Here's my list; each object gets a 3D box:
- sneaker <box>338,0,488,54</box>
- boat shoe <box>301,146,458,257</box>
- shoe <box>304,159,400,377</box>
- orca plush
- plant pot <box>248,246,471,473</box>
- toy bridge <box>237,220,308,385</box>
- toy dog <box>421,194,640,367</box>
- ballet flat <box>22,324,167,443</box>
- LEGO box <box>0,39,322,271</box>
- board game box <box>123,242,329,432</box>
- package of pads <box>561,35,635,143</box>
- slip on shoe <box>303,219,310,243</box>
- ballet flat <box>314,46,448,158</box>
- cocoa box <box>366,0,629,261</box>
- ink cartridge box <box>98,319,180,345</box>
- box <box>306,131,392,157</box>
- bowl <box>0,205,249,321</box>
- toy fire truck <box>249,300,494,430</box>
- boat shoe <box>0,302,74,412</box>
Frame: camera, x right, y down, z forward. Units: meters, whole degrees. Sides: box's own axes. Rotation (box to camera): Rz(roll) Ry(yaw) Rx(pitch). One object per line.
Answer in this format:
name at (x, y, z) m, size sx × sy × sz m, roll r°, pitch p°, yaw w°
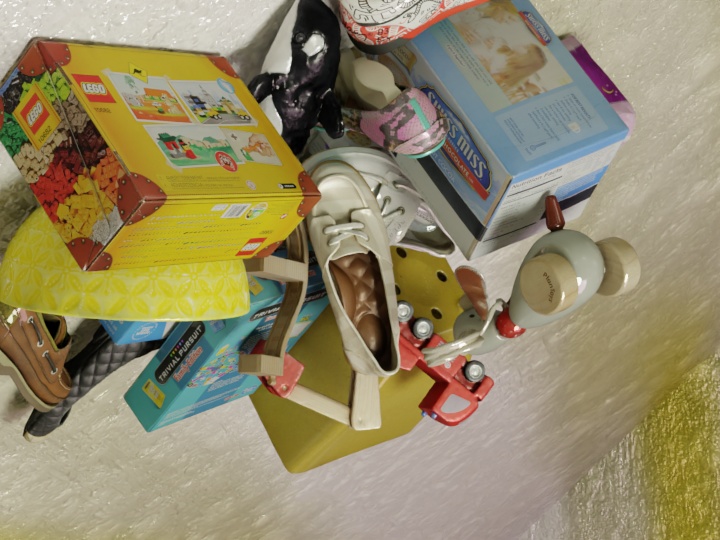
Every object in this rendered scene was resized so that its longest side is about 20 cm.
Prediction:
sneaker at (0.070, -0.251, 1.213) m, size 0.201 × 0.067 × 0.108 m, roll -33°, pitch 163°, yaw -1°
boat shoe at (0.024, -0.057, 1.422) m, size 0.200 × 0.069 × 0.071 m, roll 15°, pitch 131°, yaw -43°
shoe at (0.000, 0.000, 1.357) m, size 0.070 × 0.200 × 0.053 m, roll -16°, pitch -167°, yaw -10°
orca plush at (-0.052, -0.119, 1.244) m, size 0.200 × 0.071 × 0.105 m, roll -62°, pitch 165°, yaw 18°
plant pot at (0.003, 0.059, 1.578) m, size 0.194 × 0.196 × 0.200 m, roll -14°, pitch 158°, yaw -46°
toy bridge at (-0.073, -0.001, 1.335) m, size 0.027 × 0.200 × 0.067 m, roll -3°, pitch 170°, yaw 34°
toy dog at (0.137, 0.003, 1.318) m, size 0.200 × 0.096 × 0.132 m, roll -25°, pitch 169°, yaw 32°
ballet flat at (-0.258, 0.107, 1.473) m, size 0.200 × 0.057 × 0.066 m, roll -43°, pitch -160°, yaw 27°
LEGO box at (-0.146, -0.083, 1.119) m, size 0.077 × 0.149 × 0.200 m, roll -47°, pitch 157°, yaw 28°
board game box at (-0.114, 0.059, 1.452) m, size 0.151 × 0.047 × 0.200 m, roll -17°, pitch 154°, yaw -50°
package of pads at (0.163, -0.148, 1.518) m, size 0.200 × 0.121 × 0.076 m, roll -22°, pitch 156°, yaw -33°
slip on shoe at (-0.025, -0.067, 1.484) m, size 0.200 × 0.061 × 0.074 m, roll -4°, pitch 124°, yaw -36°
ballet flat at (0.004, -0.145, 1.270) m, size 0.069 × 0.200 × 0.071 m, roll -31°, pitch 117°, yaw -17°
cocoa box at (0.108, -0.137, 1.334) m, size 0.133 × 0.200 × 0.131 m, roll -23°, pitch 156°, yaw -26°
ink cartridge box at (-0.143, -0.025, 1.374) m, size 0.200 × 0.068 × 0.116 m, roll -47°, pitch 159°, yaw 28°
box at (0.027, -0.116, 1.488) m, size 0.039 × 0.041 × 0.200 m, roll -46°, pitch 157°, yaw 28°
bowl at (-0.182, -0.026, 1.215) m, size 0.200 × 0.200 × 0.108 m, roll -3°, pitch 100°, yaw -56°
toy fire truck at (0.011, 0.096, 1.427) m, size 0.141 × 0.200 × 0.049 m, roll -52°, pitch -168°, yaw -11°
boat shoe at (-0.282, 0.067, 1.351) m, size 0.068 × 0.072 × 0.200 m, roll -34°, pitch 161°, yaw -5°
